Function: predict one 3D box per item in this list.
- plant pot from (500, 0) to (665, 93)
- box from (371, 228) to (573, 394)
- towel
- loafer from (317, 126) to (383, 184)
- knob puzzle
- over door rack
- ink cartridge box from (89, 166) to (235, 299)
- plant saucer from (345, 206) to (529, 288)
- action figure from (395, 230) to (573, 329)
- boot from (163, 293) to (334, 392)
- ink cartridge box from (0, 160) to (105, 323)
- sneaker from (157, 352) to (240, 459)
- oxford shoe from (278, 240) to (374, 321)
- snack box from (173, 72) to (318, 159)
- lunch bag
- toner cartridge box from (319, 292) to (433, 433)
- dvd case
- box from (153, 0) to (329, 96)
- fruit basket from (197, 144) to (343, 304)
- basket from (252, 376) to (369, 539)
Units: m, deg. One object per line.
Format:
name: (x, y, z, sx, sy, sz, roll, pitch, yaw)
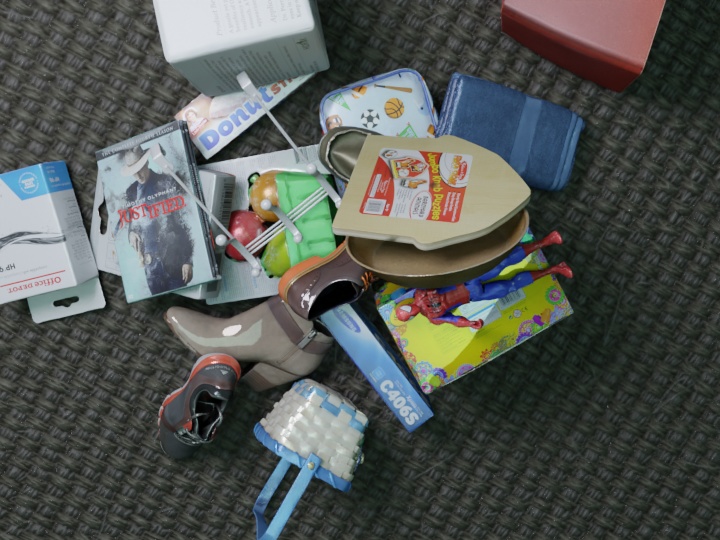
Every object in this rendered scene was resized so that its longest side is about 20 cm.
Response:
plant pot: (0.272, -0.346, 1.022, 0.175, 0.200, 0.201, 18, 98, 8)
box: (0.130, 0.032, 1.064, 0.199, 0.193, 0.122, -30, 98, 2)
towel: (0.189, -0.174, 1.083, 0.199, 0.048, 0.112, 13, 96, -25)
loafer: (0.044, -0.121, 1.029, 0.199, 0.070, 0.076, 21, 93, -6)
knob puzzle: (0.086, -0.083, 0.935, 0.218, 0.220, 0.031, -4, 132, 0)
over door rack: (-0.130, -0.105, 0.995, 0.147, 0.067, 0.200, -37, 112, 3)
ink cartridge box: (-0.262, -0.061, 1.106, 0.199, 0.050, 0.163, 14, 100, 29)
plant saucer: (0.084, -0.032, 0.920, 0.199, 0.201, 0.036, -11, 119, 1)
action figure: (0.133, 0.022, 0.918, 0.199, 0.099, 0.066, -20, 103, 4)
boot: (-0.136, 0.074, 1.113, 0.146, 0.070, 0.200, -40, 117, 21)
ink cartridge box: (-0.420, -0.030, 1.102, 0.115, 0.068, 0.201, -13, 98, 10)
sneaker: (-0.218, 0.195, 1.106, 0.077, 0.082, 0.201, 17, 127, -19)
oxford shoe: (0.000, 0.000, 1.048, 0.199, 0.073, 0.071, -32, 136, -11)
snack box: (-0.143, -0.234, 1.105, 0.200, 0.024, 0.072, -38, 95, 4)
lunch bag: (0.039, -0.152, 1.097, 0.159, 0.076, 0.201, -17, 97, -1)
toner cartridge box: (0.019, 0.113, 1.123, 0.043, 0.095, 0.200, -37, 98, 3)
dvd case: (-0.256, -0.071, 1.063, 0.145, 0.022, 0.201, -13, 87, 27)
box: (-0.143, -0.332, 0.990, 0.170, 0.200, 0.200, -12, 89, 2)
fruit basket: (-0.124, -0.058, 1.113, 0.199, 0.094, 0.187, -8, 98, 16)
basket: (-0.079, 0.247, 1.100, 0.139, 0.176, 0.201, 36, 85, -9)
